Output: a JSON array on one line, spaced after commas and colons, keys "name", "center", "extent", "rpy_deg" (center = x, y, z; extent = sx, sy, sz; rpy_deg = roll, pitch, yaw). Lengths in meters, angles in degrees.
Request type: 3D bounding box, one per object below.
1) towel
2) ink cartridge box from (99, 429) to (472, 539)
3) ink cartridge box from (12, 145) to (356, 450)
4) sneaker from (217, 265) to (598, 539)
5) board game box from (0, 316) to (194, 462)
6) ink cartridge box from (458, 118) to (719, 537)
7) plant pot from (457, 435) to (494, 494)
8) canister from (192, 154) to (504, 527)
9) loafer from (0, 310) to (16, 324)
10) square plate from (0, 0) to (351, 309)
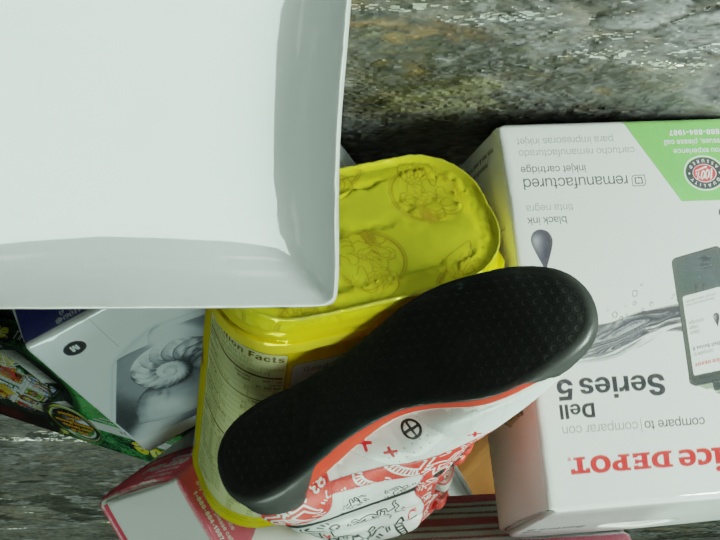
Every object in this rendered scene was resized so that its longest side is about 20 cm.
[{"name": "towel", "center": [0.070, 0.152, 1.054], "extent": [0.146, 0.030, 0.200], "rpy_deg": [-2, -173, -8]}, {"name": "ink cartridge box", "center": [-0.037, 0.144, 1.219], "extent": [0.085, 0.146, 0.200], "rpy_deg": [-24, -171, 44]}, {"name": "ink cartridge box", "center": [-0.061, 0.026, 1.113], "extent": [0.199, 0.041, 0.200], "rpy_deg": [-30, 146, 9]}, {"name": "sneaker", "center": [0.036, 0.070, 0.986], "extent": [0.201, 0.067, 0.108], "rpy_deg": [-29, 150, 12]}, {"name": "board game box", "center": [-0.188, 0.074, 1.277], "extent": [0.199, 0.023, 0.105], "rpy_deg": [14, 145, 30]}, {"name": "ink cartridge box", "center": [0.139, 0.029, 1.039], "extent": [0.145, 0.201, 0.084], "rpy_deg": [-3, 166, -15]}, {"name": "plant pot", "center": [0.109, 0.137, 1.388], "extent": [0.140, 0.200, 0.200], "rpy_deg": [42, 163, 3]}, {"name": "canister", "center": [-0.015, 0.043, 1.052], "extent": [0.148, 0.087, 0.200], "rpy_deg": [-13, 145, -18]}, {"name": "loafer", "center": [-0.161, 0.020, 1.260], "extent": [0.199, 0.063, 0.072], "rpy_deg": [8, 148, 32]}, {"name": "square plate", "center": [-0.106, -0.061, 0.873], "extent": [0.197, 0.029, 0.200], "rpy_deg": [0, 134, -4]}]
